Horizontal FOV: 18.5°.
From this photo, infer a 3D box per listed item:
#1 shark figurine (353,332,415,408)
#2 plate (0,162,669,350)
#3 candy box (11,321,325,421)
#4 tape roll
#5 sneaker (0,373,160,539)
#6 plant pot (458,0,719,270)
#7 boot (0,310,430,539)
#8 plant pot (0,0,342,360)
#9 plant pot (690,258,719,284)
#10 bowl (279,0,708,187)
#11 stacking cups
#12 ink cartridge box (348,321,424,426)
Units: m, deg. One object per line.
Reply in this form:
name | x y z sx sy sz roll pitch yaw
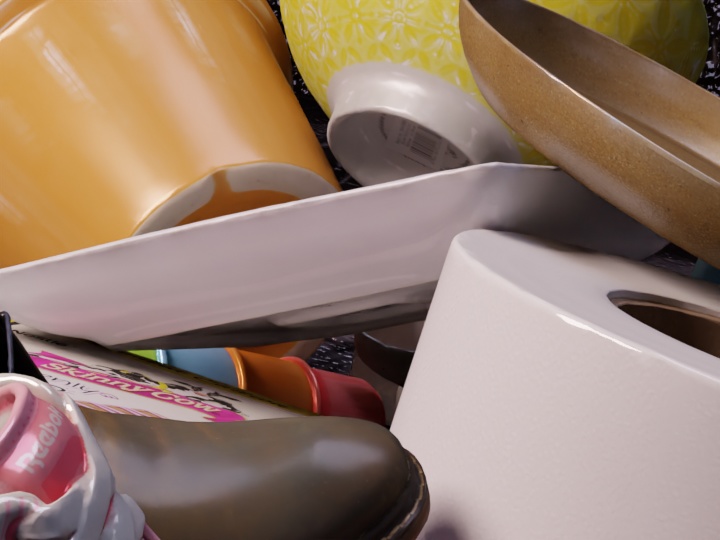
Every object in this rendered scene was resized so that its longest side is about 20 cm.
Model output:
shark figurine | 0.045 0.015 0.894 0.089 0.215 0.129 14 39 -15
plate | 0.000 0.000 0.758 0.198 0.033 0.200 -11 -6 27
candy box | -0.087 0.069 0.666 0.135 0.061 0.200 17 8 13
tape roll | 0.098 0.087 0.610 0.201 0.140 0.203 17 8 -3
sneaker | -0.046 0.084 0.453 0.199 0.105 0.075 14 20 -7
plant pot | 0.113 -0.032 0.720 0.199 0.028 0.200 29 14 -8
boot | -0.082 0.041 0.504 0.198 0.098 0.075 -10 35 -9
plant pot | -0.096 -0.039 0.989 0.199 0.201 0.183 9 25 -39
plant pot | 0.232 0.039 1.088 0.140 0.142 0.200 20 -18 -10
bowl | 0.041 -0.088 0.970 0.199 0.108 0.201 22 -25 11
stacking cups | -0.073 0.045 0.854 0.199 0.061 0.060 10 10 -37
ink cartridge box | 0.062 0.014 1.121 0.067 0.118 0.200 16 8 16
